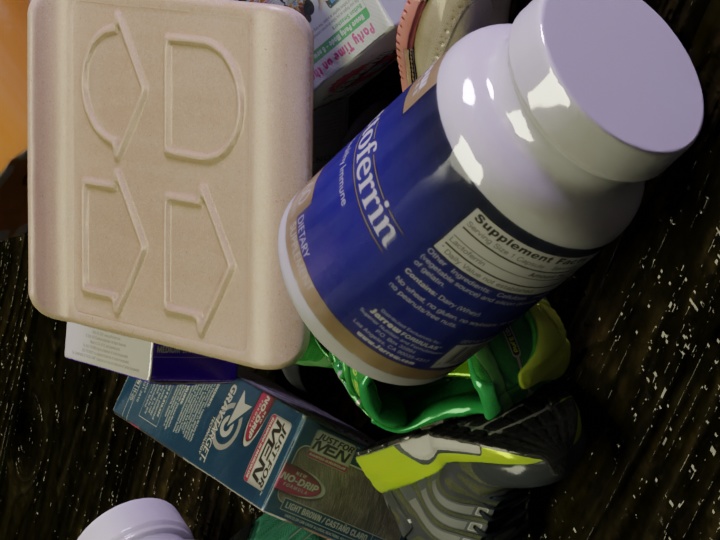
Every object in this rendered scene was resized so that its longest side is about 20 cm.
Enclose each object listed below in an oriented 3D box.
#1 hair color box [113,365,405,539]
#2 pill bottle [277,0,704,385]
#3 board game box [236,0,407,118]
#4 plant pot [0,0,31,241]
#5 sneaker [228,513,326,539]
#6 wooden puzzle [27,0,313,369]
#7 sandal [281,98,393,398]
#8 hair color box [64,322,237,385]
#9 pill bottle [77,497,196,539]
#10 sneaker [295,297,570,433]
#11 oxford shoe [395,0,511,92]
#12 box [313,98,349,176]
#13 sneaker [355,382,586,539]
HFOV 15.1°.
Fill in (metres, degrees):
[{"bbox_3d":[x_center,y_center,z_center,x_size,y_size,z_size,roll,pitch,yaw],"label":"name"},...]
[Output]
[{"bbox_3d":[-0.054,0.100,1.575,0.200,0.100,0.061,24,89,58],"label":"hair color box"},{"bbox_3d":[0.059,-0.041,1.247,0.200,0.115,0.116,-41,64,40],"label":"pill bottle"},{"bbox_3d":[-0.045,-0.191,1.410,0.147,0.064,0.201,-33,81,52],"label":"board game box"},{"bbox_3d":[-0.263,-0.127,1.816,0.183,0.200,0.201,49,145,16],"label":"plant pot"},{"bbox_3d":[-0.024,0.202,1.615,0.088,0.074,0.200,60,168,-17],"label":"sneaker"},{"bbox_3d":[-0.096,-0.054,1.436,0.199,0.046,0.187,10,103,41],"label":"wooden puzzle"},{"bbox_3d":[0.000,0.000,1.476,0.043,0.076,0.201,31,135,19],"label":"sandal"},{"bbox_3d":[-0.114,-0.042,1.549,0.109,0.064,0.202,11,99,57],"label":"hair color box"},{"bbox_3d":[-0.112,0.247,1.754,0.200,0.112,0.113,54,145,38],"label":"pill bottle"},{"bbox_3d":[0.011,0.034,1.387,0.199,0.084,0.074,6,127,42],"label":"sneaker"},{"bbox_3d":[0.061,-0.093,1.333,0.074,0.071,0.201,33,137,25],"label":"oxford shoe"},{"bbox_3d":[-0.051,-0.171,1.530,0.144,0.036,0.201,44,137,48],"label":"box"},{"bbox_3d":[0.068,0.111,1.405,0.081,0.074,0.200,66,159,-1],"label":"sneaker"}]
